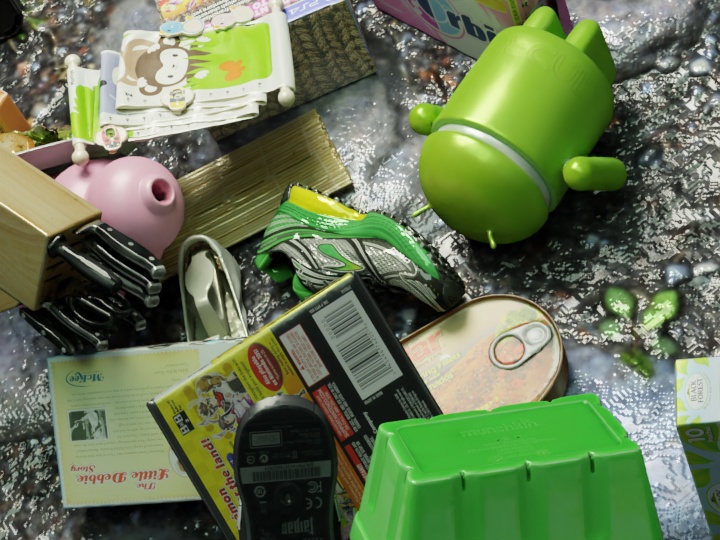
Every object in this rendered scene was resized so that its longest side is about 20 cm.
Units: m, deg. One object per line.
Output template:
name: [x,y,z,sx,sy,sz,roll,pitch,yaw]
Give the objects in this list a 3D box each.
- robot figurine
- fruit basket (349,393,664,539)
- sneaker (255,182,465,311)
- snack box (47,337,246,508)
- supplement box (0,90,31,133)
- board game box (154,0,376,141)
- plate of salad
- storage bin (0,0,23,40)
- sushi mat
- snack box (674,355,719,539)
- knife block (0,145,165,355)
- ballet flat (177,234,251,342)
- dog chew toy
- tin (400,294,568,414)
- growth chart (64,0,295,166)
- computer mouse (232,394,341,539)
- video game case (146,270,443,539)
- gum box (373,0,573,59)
robot figurine: [0.122,-0.108,1.441,0.174,0.116,0.201,22,68,32]
fruit basket: [0.103,0.204,1.236,0.214,0.217,0.156,-31,24,-2]
sneaker: [0.000,0.000,1.449,0.199,0.078,0.086,19,74,42]
snack box: [-0.138,0.114,1.393,0.198,0.037,0.118,-6,91,20]
supplement box: [-0.375,-0.070,1.636,0.068,0.067,0.201,19,67,26]
board game box: [-0.094,-0.243,1.625,0.158,0.097,0.201,-22,53,6]
plate of salad: [-0.269,-0.100,1.547,0.198,0.200,0.049,-17,89,9]
storage bin: [-0.435,-0.265,1.743,0.198,0.136,0.094,-21,52,6]
sushi mat: [-0.109,-0.061,1.562,0.198,0.012,0.096,-27,54,3]
snack box: [0.284,0.119,1.175,0.141,0.201,0.053,-5,56,17]
knife block: [-0.239,-0.032,1.386,0.174,0.202,0.064,-18,7,38]
ballet flat: [-0.114,0.055,1.454,0.069,0.070,0.201,-20,53,7]
dog chew toy: [-0.213,-0.033,1.478,0.199,0.124,0.126,-25,43,48]
tin: [0.062,0.096,1.378,0.199,0.042,0.113,-29,56,1]
growth chart: [-0.146,-0.157,1.487,0.198,0.018,0.146,-15,49,-5]
computer mouse: [-0.077,0.187,1.290,0.139,0.202,0.046,-10,10,-2]
video game case: [-0.027,0.132,1.322,0.180,0.026,0.201,-32,88,1]
gum box: [0.085,-0.245,1.548,0.199,0.114,0.066,32,72,34]
